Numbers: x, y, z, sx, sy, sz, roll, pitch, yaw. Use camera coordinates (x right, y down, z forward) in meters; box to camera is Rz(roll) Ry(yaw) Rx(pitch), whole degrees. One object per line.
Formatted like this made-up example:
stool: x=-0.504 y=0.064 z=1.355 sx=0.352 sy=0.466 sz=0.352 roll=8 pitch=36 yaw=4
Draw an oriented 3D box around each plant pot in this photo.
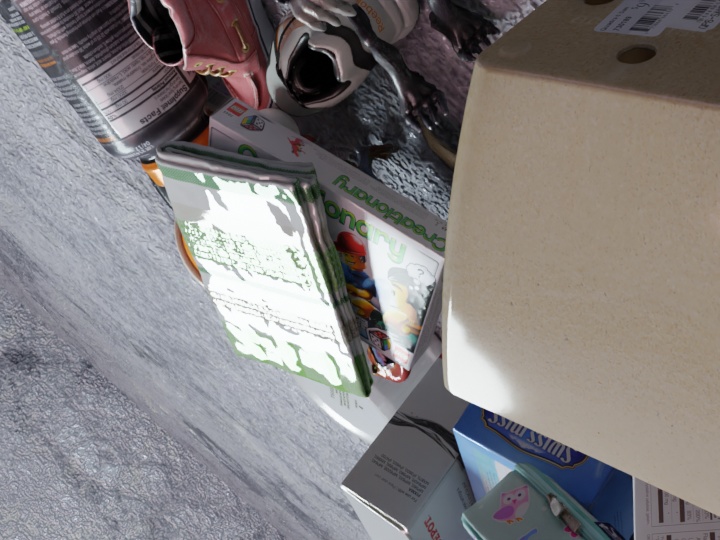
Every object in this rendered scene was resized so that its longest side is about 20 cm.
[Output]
plant pot: x=0.154 y=-0.038 z=0.452 sx=0.198 sy=0.199 sz=0.179 roll=21 pitch=140 yaw=40

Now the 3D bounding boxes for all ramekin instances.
ramekin: x=0.005 y=0.105 z=1.066 sx=0.201 sy=0.094 sz=0.203 roll=34 pitch=157 yaw=16

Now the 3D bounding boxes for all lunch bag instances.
lunch bag: x=0.158 y=0.229 z=0.686 sx=0.201 sy=0.077 sz=0.160 roll=56 pitch=175 yaw=-32

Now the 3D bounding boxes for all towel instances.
towel: x=-0.067 y=-0.001 z=0.732 sx=0.148 sy=0.031 sz=0.202 roll=16 pitch=137 yaw=35

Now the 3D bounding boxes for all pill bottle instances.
pill bottle: x=-0.195 y=-0.166 z=0.804 sx=0.106 sy=0.106 sz=0.201 roll=12 pitch=142 yaw=50

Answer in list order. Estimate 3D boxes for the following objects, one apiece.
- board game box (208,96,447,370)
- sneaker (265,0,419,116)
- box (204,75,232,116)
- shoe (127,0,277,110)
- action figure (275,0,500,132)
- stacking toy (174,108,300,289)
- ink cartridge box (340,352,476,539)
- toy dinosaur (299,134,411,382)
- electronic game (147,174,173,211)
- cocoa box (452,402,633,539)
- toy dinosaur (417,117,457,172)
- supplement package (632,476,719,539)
board game box: x=-0.027 y=-0.025 z=0.719 sx=0.198 sy=0.035 sz=0.127 roll=31 pitch=140 yaw=15
sneaker: x=-0.035 y=-0.147 z=0.691 sx=0.074 sy=0.080 sz=0.200 roll=42 pitch=160 yaw=-9
box: x=-0.186 y=-0.188 z=0.911 sx=0.199 sy=0.042 sz=0.039 roll=32 pitch=156 yaw=20
shoe: x=-0.117 y=-0.176 z=0.751 sx=0.071 sy=0.091 sz=0.201 roll=30 pitch=155 yaw=24
action figure: x=-0.001 y=-0.177 z=0.538 sx=0.200 sy=0.119 sz=0.102 roll=43 pitch=178 yaw=-30
stacking toy: x=-0.079 y=-0.070 z=0.829 sx=0.146 sy=0.146 sz=0.200 roll=39 pitch=153 yaw=5
ink cartridge box: x=0.086 y=0.177 z=0.924 sx=0.083 sy=0.200 sz=0.145 roll=23 pitch=152 yaw=34
toy dinosaur: x=0.000 y=0.000 z=0.792 sx=0.104 sy=0.185 sz=0.199 roll=-11 pitch=172 yaw=39
electronic game: x=-0.156 y=-0.079 z=1.060 sx=0.199 sy=0.042 sz=0.201 roll=33 pitch=157 yaw=16
cocoa box: x=0.177 y=0.162 z=0.838 sx=0.132 sy=0.132 sz=0.201 roll=26 pitch=153 yaw=32
toy dinosaur: x=0.109 y=-0.055 z=0.672 sx=0.200 sy=0.047 sz=0.088 roll=42 pitch=165 yaw=7
supplement package: x=0.258 y=0.184 z=0.609 sx=0.110 sy=0.158 sz=0.199 roll=-15 pitch=145 yaw=35
